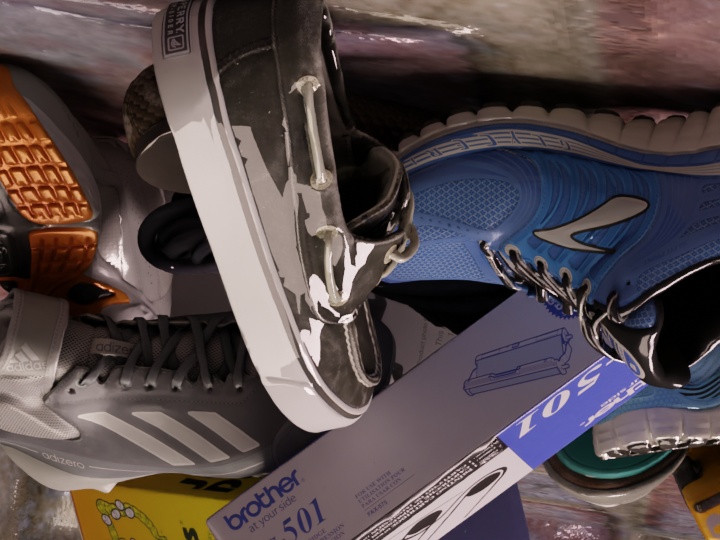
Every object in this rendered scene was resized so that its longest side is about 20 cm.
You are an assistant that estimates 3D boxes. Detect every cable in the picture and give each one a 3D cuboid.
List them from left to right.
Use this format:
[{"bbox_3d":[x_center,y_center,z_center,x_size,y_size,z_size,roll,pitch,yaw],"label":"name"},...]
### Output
[{"bbox_3d":[0.000,0.000,1.094,0.163,0.051,0.200,20,-175,26],"label":"cable"}]

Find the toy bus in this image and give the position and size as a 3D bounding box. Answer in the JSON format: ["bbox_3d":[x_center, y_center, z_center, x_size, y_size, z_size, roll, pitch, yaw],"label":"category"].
[{"bbox_3d":[0.195,0.096,1.307,0.065,0.078,0.200,-25,-169,8],"label":"toy bus"}]

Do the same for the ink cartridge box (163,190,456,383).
[{"bbox_3d":[-0.001,0.022,1.273,0.200,0.084,0.145,8,171,12],"label":"ink cartridge box"}]

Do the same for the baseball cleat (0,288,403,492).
[{"bbox_3d":[-0.086,0.043,1.061,0.200,0.070,0.106,-19,137,33],"label":"baseball cleat"}]

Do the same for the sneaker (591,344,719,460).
[{"bbox_3d":[0.146,0.021,1.161,0.078,0.090,0.200,-9,-174,15],"label":"sneaker"}]

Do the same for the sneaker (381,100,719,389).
[{"bbox_3d":[0.084,-0.007,0.920,0.200,0.089,0.079,-2,158,29],"label":"sneaker"}]

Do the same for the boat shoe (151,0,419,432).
[{"bbox_3d":[-0.014,-0.015,0.901,0.064,0.071,0.200,-9,139,10],"label":"boat shoe"}]

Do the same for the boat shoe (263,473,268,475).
[{"bbox_3d":[-0.096,0.063,1.193,0.200,0.069,0.057,4,138,11],"label":"boat shoe"}]

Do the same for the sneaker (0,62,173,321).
[{"bbox_3d":[-0.126,-0.033,1.103,0.076,0.092,0.200,2,146,13],"label":"sneaker"}]

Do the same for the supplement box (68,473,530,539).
[{"bbox_3d":[-0.028,0.134,1.259,0.200,0.110,0.109,2,-158,44],"label":"supplement box"}]

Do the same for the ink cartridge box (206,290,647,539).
[{"bbox_3d":[0.041,0.062,1.031,0.200,0.044,0.094,-37,163,2],"label":"ink cartridge box"}]

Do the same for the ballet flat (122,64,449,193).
[{"bbox_3d":[-0.003,-0.048,0.982,0.200,0.046,0.067,8,142,-35],"label":"ballet flat"}]

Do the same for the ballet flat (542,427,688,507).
[{"bbox_3d":[0.125,0.077,1.259,0.067,0.064,0.200,14,-153,8],"label":"ballet flat"}]
